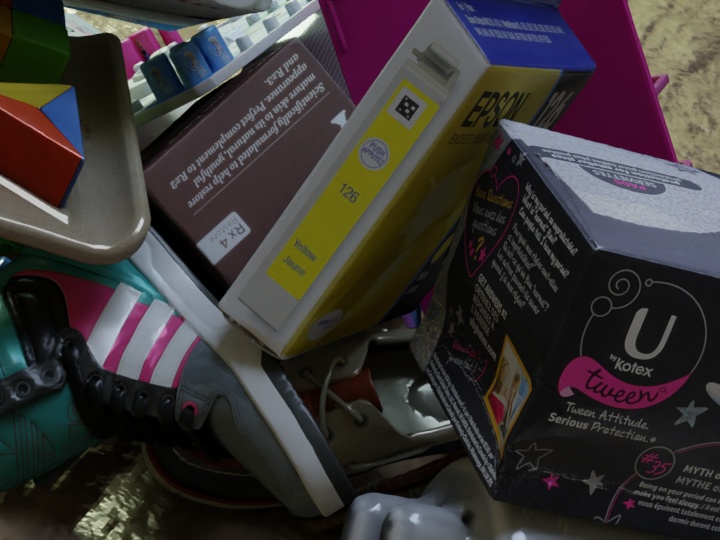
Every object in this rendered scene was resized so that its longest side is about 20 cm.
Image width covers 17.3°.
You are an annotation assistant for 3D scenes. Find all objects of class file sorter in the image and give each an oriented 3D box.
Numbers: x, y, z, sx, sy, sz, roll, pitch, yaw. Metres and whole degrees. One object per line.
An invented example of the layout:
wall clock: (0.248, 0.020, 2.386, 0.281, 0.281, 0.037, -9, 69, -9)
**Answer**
file sorter: (0.086, -0.071, 1.177, 0.139, 0.200, 0.125, -17, 7, 15)

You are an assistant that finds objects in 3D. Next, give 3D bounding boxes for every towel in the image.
towel: (0.086, 0.084, 1.078, 0.200, 0.147, 0.022, -5, 76, -47)

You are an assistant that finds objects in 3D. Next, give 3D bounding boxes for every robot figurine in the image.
robot figurine: (0.089, 0.139, 0.953, 0.200, 0.113, 0.170, 13, 0, -21)

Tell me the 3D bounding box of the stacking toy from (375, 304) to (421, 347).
stacking toy: (0.000, 0.000, 1.199, 0.085, 0.085, 0.200, 21, 31, -1)

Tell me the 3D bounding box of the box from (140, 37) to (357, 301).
box: (-0.068, -0.037, 1.107, 0.075, 0.100, 0.200, 50, -16, -9)

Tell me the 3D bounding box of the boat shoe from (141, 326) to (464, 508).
boat shoe: (0.001, 0.059, 1.054, 0.200, 0.063, 0.071, -6, 73, -22)

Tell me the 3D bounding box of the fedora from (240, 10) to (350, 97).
fedora: (-0.009, -0.084, 1.335, 0.177, 0.200, 0.090, -3, 38, 41)

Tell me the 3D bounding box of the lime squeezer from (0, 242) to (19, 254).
lime squeezer: (-0.090, 0.003, 1.232, 0.200, 0.038, 0.071, 20, 54, -5)

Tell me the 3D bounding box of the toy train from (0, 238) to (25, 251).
toy train: (-0.135, -0.013, 1.082, 0.200, 0.042, 0.056, 54, 7, -4)

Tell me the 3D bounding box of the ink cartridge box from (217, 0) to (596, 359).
ink cartridge box: (0.040, -0.060, 0.996, 0.047, 0.200, 0.198, 41, 15, 11)

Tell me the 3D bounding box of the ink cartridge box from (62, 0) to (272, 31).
ink cartridge box: (-0.123, -0.166, 1.067, 0.144, 0.084, 0.200, 12, 0, -17)

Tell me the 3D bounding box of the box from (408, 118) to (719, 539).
box: (0.141, 0.030, 0.951, 0.200, 0.115, 0.132, 14, 22, -21)

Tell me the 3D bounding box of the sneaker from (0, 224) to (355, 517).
sneaker: (-0.100, 0.058, 0.975, 0.200, 0.121, 0.084, 44, -13, 37)

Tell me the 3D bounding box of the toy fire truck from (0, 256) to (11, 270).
toy fire truck: (-0.228, -0.015, 1.063, 0.168, 0.112, 0.200, 42, 19, -13)

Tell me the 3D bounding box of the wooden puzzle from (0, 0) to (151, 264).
wooden puzzle: (-0.188, -0.087, 0.987, 0.200, 0.046, 0.185, 13, 30, -19)

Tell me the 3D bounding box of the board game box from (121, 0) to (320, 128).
board game box: (-0.100, -0.110, 1.221, 0.026, 0.200, 0.200, 59, 40, -11)

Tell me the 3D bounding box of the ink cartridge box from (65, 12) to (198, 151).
ink cartridge box: (-0.189, -0.094, 1.334, 0.162, 0.057, 0.200, 36, 21, 32)
